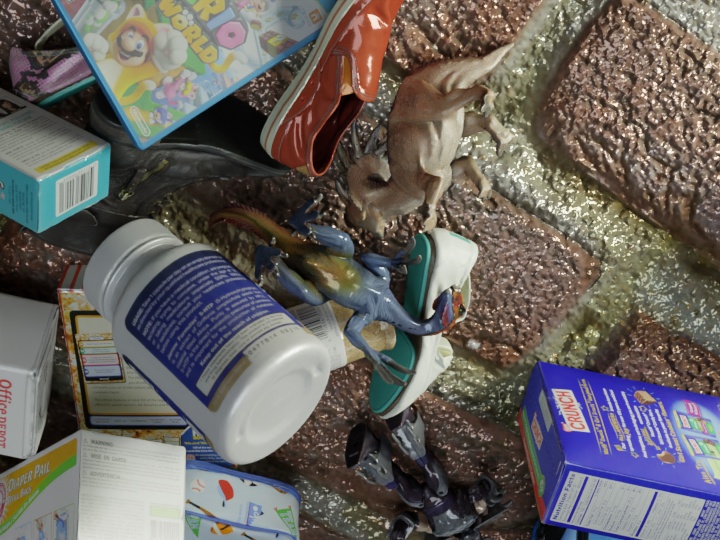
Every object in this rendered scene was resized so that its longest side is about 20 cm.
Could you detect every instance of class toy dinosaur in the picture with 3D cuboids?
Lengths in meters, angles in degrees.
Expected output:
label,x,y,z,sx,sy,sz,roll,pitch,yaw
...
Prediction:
label,x,y,z,sx,sy,sz,roll,pitch,yaw
toy dinosaur,0.000,0.000,1.074,0.181,0.200,0.106,30,99,-46
toy dinosaur,0.046,-0.112,1.054,0.135,0.085,0.202,29,101,32

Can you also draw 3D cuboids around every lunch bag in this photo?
label,x,y,z,sx,sy,sz,roll,pitch,yaw
lunch bag,-0.149,0.275,1.259,0.158,0.076,0.201,15,133,-21

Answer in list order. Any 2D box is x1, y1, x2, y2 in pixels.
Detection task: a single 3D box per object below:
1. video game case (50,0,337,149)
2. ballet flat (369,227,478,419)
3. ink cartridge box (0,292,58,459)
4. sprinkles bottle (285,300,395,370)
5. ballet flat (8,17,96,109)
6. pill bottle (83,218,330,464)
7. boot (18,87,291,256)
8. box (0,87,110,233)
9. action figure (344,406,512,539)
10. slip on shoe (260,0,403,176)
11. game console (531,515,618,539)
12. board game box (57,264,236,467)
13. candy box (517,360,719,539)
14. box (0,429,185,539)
label,x,y,z,sx,sy,sz,roll,pitch,yaw
video game case,-0.121,-0.205,0.970,0.199,0.018,0.144,-35,114,-15
ballet flat,0.062,0.054,1.160,0.068,0.070,0.202,12,119,-7
ink cartridge box,-0.377,0.082,1.140,0.197,0.086,0.146,14,139,-6
sprinkles bottle,-0.069,0.070,1.128,0.198,0.068,0.069,-19,121,-11
ballet flat,-0.194,-0.187,1.019,0.197,0.069,0.072,-17,100,10
pill bottle,-0.130,0.049,1.030,0.199,0.119,0.121,39,122,26
boot,-0.174,-0.072,1.085,0.198,0.070,0.175,11,136,-26
box,-0.297,-0.103,1.000,0.198,0.082,0.050,27,127,22
action figure,0.066,0.218,1.249,0.129,0.070,0.200,-33,118,13
slip on shoe,-0.006,-0.162,1.010,0.061,0.074,0.201,39,109,17
game console,0.247,0.297,1.270,0.117,0.171,0.202,12,124,24
board game box,-0.193,0.092,1.187,0.149,0.047,0.202,0,120,0
candy box,0.254,0.171,1.162,0.197,0.170,0.078,13,116,-7
box,-0.259,0.228,1.176,0.111,0.103,0.199,15,150,-36
